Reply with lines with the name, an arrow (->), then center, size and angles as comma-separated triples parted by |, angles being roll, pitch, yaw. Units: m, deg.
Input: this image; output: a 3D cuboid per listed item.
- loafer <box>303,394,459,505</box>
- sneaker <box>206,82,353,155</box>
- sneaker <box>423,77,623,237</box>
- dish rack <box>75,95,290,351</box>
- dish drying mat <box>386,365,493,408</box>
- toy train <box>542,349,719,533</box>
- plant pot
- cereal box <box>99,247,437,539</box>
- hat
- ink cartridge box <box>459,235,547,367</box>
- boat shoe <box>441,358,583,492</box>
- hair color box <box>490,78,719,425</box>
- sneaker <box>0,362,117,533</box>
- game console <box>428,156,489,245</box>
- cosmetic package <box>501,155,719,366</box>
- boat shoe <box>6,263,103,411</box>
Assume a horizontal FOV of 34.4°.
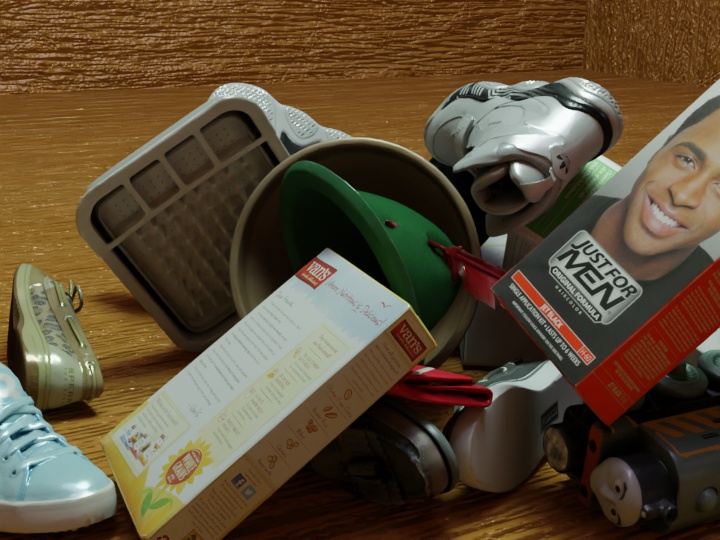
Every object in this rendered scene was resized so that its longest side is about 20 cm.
loafer -> -0.018, 0.116, 0.753 | 0.062, 0.073, 0.199 | -30, 23, -29
sneaker -> -0.066, -0.084, 1.042 | 0.198, 0.076, 0.114 | 31, -31, -18
sneaker -> 0.099, -0.089, 0.905 | 0.199, 0.076, 0.115 | 1, 40, 52
dish rack -> -0.125, -0.040, 0.957 | 0.171, 0.201, 0.044 | -35, 41, -3
dish drying mat -> -0.001, 0.065, 0.774 | 0.076, 0.019, 0.199 | 7, 0, -33
toy train -> 0.218, 0.111, 0.750 | 0.197, 0.087, 0.114 | -6, 27, -26
plant pot -> 0.000, 0.000, 0.938 | 0.197, 0.205, 0.093 | 3, -3, 7
cereal box -> -0.061, 0.077, 0.712 | 0.199, 0.040, 0.144 | -40, 25, -7
hat -> 0.060, -0.021, 0.854 | 0.175, 0.203, 0.165 | -29, 22, -24
ink cartridge box -> 0.159, 0.018, 1.059 | 0.145, 0.087, 0.200 | 3, 17, 3
boat shoe -> 0.097, 0.102, 0.802 | 0.056, 0.070, 0.199 | 4, 9, 30
hair color box -> 0.187, -0.014, 0.706 | 0.061, 0.200, 0.102 | 43, 7, -45
sneaker -> -0.229, 0.102, 0.726 | 0.198, 0.083, 0.074 | 12, 20, 35
game console -> 0.078, -0.025, 1.074 | 0.116, 0.200, 0.177 | 31, 17, -37
cosmetic package -> 0.219, 0.007, 0.903 | 0.199, 0.085, 0.108 | 34, 64, 20
boat shoe -> -0.249, 0.055, 0.934 | 0.062, 0.074, 0.200 | 2, 25, -20
